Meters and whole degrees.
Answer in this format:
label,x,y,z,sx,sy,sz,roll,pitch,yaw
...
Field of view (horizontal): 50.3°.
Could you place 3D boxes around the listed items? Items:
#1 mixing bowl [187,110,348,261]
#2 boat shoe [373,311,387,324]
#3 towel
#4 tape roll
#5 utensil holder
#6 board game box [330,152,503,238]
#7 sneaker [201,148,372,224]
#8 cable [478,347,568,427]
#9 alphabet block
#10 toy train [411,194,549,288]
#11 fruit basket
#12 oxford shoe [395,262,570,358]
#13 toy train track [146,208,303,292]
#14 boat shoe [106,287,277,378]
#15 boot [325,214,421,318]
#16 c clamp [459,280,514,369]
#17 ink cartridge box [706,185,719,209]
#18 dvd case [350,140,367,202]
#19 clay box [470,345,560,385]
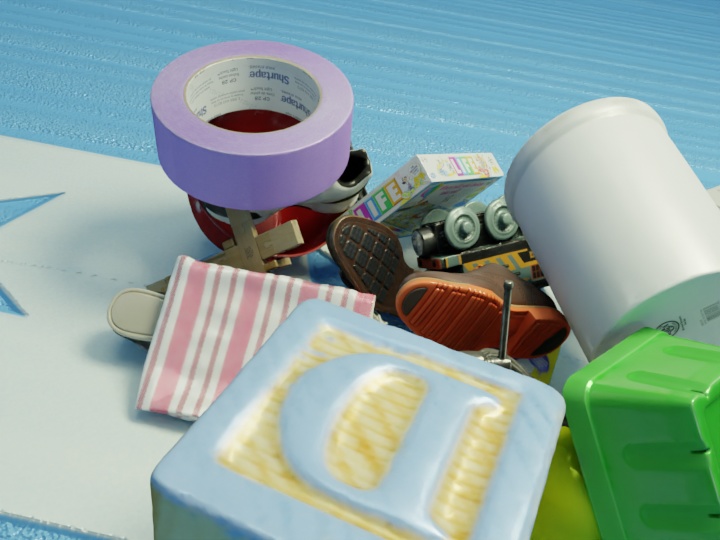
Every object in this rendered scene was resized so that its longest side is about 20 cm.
label,x,y,z,sx,sy,sz,roll,pitch,yaw
mixing bowl,-0.122,-0.090,0.886,0.197,0.108,0.204,13,63,-27
boat shoe,-0.003,0.069,0.750,0.195,0.071,0.071,12,31,3
towel,-0.093,0.071,0.690,0.195,0.030,0.149,11,73,4
tape roll,-0.106,-0.150,0.765,0.195,0.067,0.203,3,44,-3
utensil holder,0.241,-0.025,0.701,0.166,0.172,0.203,-3,51,-16
board game box,0.071,-0.083,0.889,0.199,0.134,0.035,-14,72,-57
sneaker,-0.074,-0.099,0.805,0.197,0.080,0.075,-12,77,-33
cable,0.181,0.135,0.686,0.196,0.051,0.099,14,58,-12
alphabet block,0.000,0.172,0.487,0.193,0.203,0.196,20,35,17
toy train,0.151,-0.024,0.882,0.196,0.117,0.085,-13,6,-24
fruit basket,0.205,0.163,0.595,0.154,0.219,0.215,-21,43,-36
oxford shoe,0.104,0.029,0.697,0.197,0.071,0.073,17,36,-37
toy train track,-0.135,-0.005,0.772,0.197,0.117,0.032,-21,-4,28
boat shoe,-0.145,0.065,0.738,0.196,0.057,0.068,17,74,6
boot,0.000,0.000,0.780,0.096,0.200,0.076,12,72,38
c clamp,0.033,0.101,0.639,0.195,0.175,0.027,-5,9,-4
ink cartridge box,0.374,-0.003,0.868,0.197,0.147,0.084,-18,42,-32
dvd case,-0.033,-0.152,0.999,0.016,0.150,0.201,-24,41,-6
clay box,0.124,0.091,0.736,0.114,0.048,0.200,36,37,1
